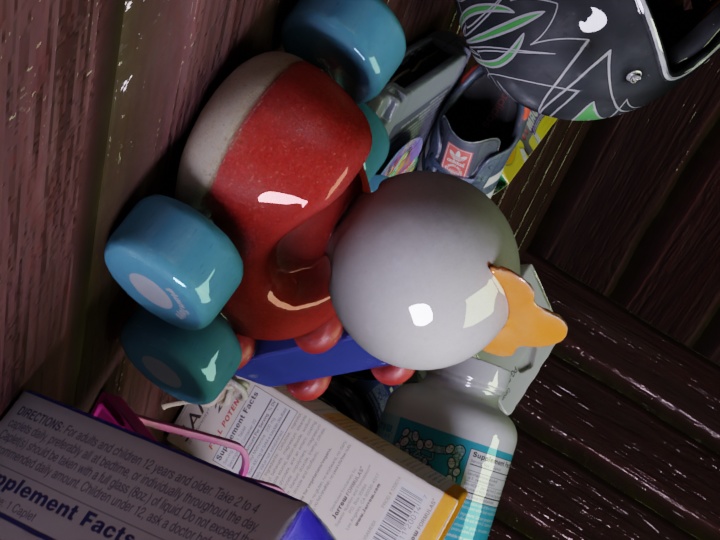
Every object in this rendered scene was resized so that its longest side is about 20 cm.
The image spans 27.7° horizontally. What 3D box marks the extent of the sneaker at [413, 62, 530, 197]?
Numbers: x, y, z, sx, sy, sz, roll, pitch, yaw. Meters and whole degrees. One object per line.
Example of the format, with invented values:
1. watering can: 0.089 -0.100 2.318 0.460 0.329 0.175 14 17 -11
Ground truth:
1. sneaker: 0.069 -0.071 1.092 0.085 0.074 0.202 8 104 -84

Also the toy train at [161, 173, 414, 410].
1. toy train: -0.053 0.015 0.894 0.084 0.199 0.117 25 61 -43

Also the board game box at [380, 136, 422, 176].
1. board game box: 0.000 0.000 1.034 0.201 0.039 0.158 -53 173 -10

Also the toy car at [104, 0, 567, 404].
1. toy car: 0.008 -0.003 0.726 0.185 0.199 0.177 -54 168 -26

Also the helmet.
1. helmet: 0.155 -0.195 0.985 0.190 0.201 0.201 -30 160 -23

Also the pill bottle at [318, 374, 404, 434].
1. pill bottle: -0.031 0.132 1.248 0.113 0.111 0.200 -60 172 13

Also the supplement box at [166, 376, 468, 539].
1. supplement box: -0.027 0.141 1.048 0.074 0.199 0.126 -59 170 -1

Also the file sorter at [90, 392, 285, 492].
1. file sorter: -0.080 0.187 0.780 0.125 0.200 0.140 21 104 -45

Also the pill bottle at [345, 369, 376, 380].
1. pill bottle: 0.028 0.020 1.258 0.113 0.111 0.200 -61 171 14

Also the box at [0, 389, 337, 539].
1. box: -0.120 0.176 0.611 0.201 0.183 0.105 -55 138 -24

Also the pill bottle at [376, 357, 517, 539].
1. pill bottle: 0.058 0.165 1.155 0.111 0.110 0.202 54 53 -81

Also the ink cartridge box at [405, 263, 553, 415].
1. ink cartridge box: 0.072 0.071 1.404 0.198 0.084 0.145 -7 -150 37

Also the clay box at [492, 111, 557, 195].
1. clay box: 0.090 -0.100 1.234 0.114 0.048 0.200 -22 -165 32

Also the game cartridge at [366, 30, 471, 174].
1. game cartridge: 0.015 -0.093 1.045 0.134 0.041 0.200 -67 169 26
